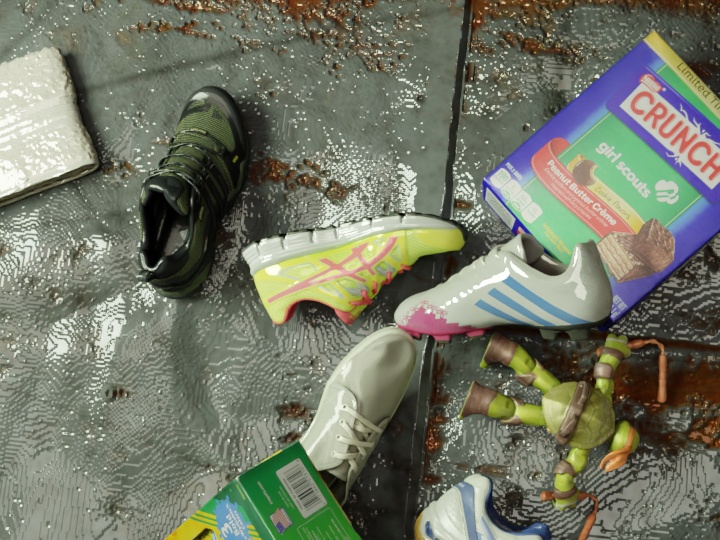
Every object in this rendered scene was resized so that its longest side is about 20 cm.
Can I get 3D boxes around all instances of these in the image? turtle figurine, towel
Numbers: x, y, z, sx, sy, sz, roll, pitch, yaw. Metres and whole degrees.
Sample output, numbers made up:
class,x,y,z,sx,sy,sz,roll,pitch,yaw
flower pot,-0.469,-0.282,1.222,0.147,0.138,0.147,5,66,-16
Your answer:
class,x,y,z,sx,sy,sz,roll,pitch,yaw
turtle figurine,0.169,0.129,0.889,0.161,0.064,0.201,23,83,8
towel,-0.361,-0.125,0.996,0.199,0.034,0.133,-21,80,1

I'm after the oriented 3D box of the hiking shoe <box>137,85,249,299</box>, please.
class,x,y,z,sx,sy,sz,roll,pitch,yaw
hiking shoe,-0.151,-0.076,0.934,0.075,0.101,0.201,10,82,6

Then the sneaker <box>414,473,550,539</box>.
class,x,y,z,sx,sy,sz,roll,pitch,yaw
sneaker,0.137,0.258,0.862,0.088,0.075,0.200,-44,80,3

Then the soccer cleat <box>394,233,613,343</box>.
class,x,y,z,sx,sy,sz,roll,pitch,yaw
soccer cleat,0.116,0.012,0.881,0.199,0.070,0.087,-4,103,32

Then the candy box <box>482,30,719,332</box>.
class,x,y,z,sx,sy,sz,roll,pitch,yaw
candy box,0.235,-0.076,0.911,0.200,0.077,0.169,-41,80,-3

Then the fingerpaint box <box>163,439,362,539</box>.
class,x,y,z,sx,sy,sz,roll,pitch,yaw
fingerpaint box,-0.058,0.264,0.835,0.073,0.167,0.200,-24,76,-42

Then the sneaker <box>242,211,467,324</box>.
class,x,y,z,sx,sy,sz,roll,pitch,yaw
sneaker,0.000,0.000,0.928,0.199,0.078,0.091,-11,88,9

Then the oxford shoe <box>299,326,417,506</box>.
class,x,y,z,sx,sy,sz,roll,pitch,yaw
oxford shoe,-0.010,0.140,0.894,0.075,0.058,0.200,35,90,-28
